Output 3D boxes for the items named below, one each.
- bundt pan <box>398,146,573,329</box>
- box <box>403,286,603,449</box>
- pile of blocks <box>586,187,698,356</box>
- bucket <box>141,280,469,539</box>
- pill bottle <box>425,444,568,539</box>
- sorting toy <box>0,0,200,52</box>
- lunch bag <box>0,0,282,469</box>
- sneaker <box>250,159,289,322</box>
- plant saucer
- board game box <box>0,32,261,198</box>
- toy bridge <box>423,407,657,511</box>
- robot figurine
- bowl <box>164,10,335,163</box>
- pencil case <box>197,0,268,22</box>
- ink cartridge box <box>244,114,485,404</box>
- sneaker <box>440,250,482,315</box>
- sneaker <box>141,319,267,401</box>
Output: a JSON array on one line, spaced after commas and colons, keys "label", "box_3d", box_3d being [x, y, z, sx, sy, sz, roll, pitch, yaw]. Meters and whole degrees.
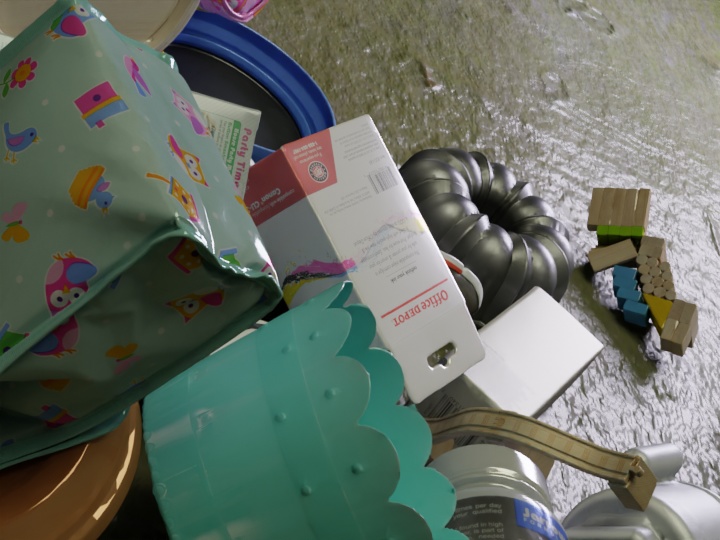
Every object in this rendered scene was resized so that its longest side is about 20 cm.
[{"label": "bundt pan", "box_3d": [0.109, -0.036, 1.463, 0.201, 0.076, 0.202, 27, 30, -17]}, {"label": "box", "box_3d": [0.115, 0.086, 1.301, 0.082, 0.069, 0.200, 43, 29, 11]}, {"label": "pile of blocks", "box_3d": [0.270, 0.010, 1.603, 0.062, 0.082, 0.201, 69, 5, -54]}, {"label": "bucket", "box_3d": [-0.028, 0.123, 0.951, 0.207, 0.134, 0.208, -23, 90, -83]}, {"label": "pill bottle", "box_3d": [0.082, 0.211, 1.040, 0.113, 0.114, 0.201, 26, 31, -18]}, {"label": "sorting toy", "box_3d": [-0.253, -0.233, 1.343, 0.199, 0.108, 0.180, -9, 34, -32]}, {"label": "lunch bag", "box_3d": [-0.164, -0.008, 0.849, 0.122, 0.200, 0.171, 29, 28, -56]}, {"label": "sneaker", "box_3d": [-0.089, -0.029, 1.235, 0.201, 0.072, 0.073, 62, -8, 9]}, {"label": "plant saucer", "box_3d": [-0.218, 0.082, 0.880, 0.198, 0.038, 0.201, 2, 54, -2]}, {"label": "board game box", "box_3d": [-0.173, -0.051, 1.003, 0.199, 0.064, 0.149, 16, 75, -20]}, {"label": "toy bridge", "box_3d": [0.110, 0.123, 1.133, 0.067, 0.199, 0.027, 49, 59, -38]}, {"label": "robot figurine", "box_3d": [0.209, 0.209, 1.165, 0.200, 0.112, 0.171, 6, 85, -58]}, {"label": "bowl", "box_3d": [-0.115, -0.154, 1.428, 0.200, 0.039, 0.201, 27, 31, -17]}, {"label": "pencil case", "box_3d": [-0.165, -0.277, 1.436, 0.199, 0.088, 0.087, 23, 19, 34]}, {"label": "ink cartridge box", "box_3d": [0.000, 0.000, 1.186, 0.116, 0.067, 0.201, -26, 88, -52]}, {"label": "sneaker", "box_3d": [0.010, 0.021, 1.305, 0.199, 0.077, 0.082, 18, 61, -29]}, {"label": "sneaker", "box_3d": [-0.077, 0.084, 1.093, 0.199, 0.080, 0.130, 38, 34, -7]}]
